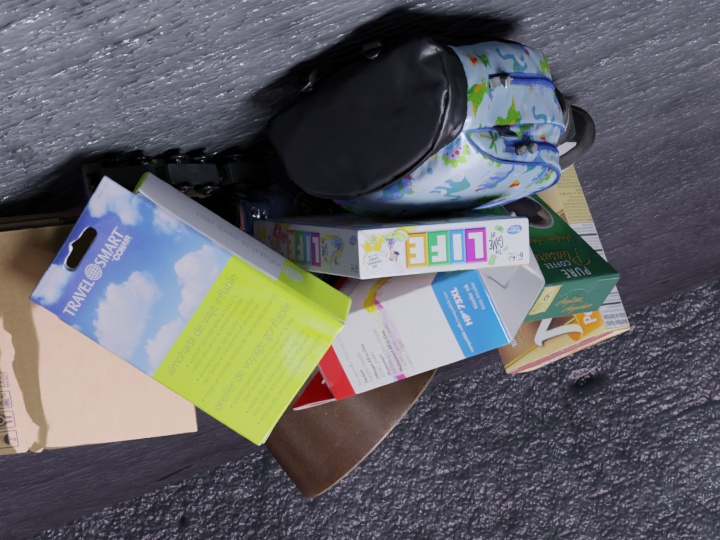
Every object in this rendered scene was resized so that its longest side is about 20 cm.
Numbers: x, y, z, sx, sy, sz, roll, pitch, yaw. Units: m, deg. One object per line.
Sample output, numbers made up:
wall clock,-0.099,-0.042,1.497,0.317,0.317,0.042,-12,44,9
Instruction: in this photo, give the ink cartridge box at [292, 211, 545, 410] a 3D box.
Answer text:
ink cartridge box,0.033,0.033,1.617,0.199,0.068,0.116,-19,-164,26

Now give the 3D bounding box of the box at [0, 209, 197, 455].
box,-0.209,0.046,1.551,0.162,0.202,0.021,-6,-147,-5

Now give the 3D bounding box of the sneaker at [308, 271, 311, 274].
sneaker,-0.119,0.036,1.642,0.198,0.078,0.112,-4,-179,31

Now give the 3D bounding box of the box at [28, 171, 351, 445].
box,-0.121,0.022,1.484,0.122,0.199,0.048,-55,-173,23

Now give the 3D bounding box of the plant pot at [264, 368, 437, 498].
plant pot,-0.059,0.078,1.959,0.187,0.200,0.187,-45,-173,7

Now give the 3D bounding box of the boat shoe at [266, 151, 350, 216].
boat shoe,-0.025,-0.064,1.654,0.066,0.075,0.199,-30,166,6

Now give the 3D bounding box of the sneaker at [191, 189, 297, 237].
sneaker,-0.106,-0.036,1.663,0.199,0.076,0.084,-10,171,-44

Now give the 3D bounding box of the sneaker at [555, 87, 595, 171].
sneaker,0.152,-0.120,1.746,0.090,0.067,0.199,-25,167,40

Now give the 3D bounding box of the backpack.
backpack,0.061,-0.105,1.485,0.162,0.155,0.200,-26,-177,34

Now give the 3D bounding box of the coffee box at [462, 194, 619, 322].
coffee box,0.110,-0.039,1.730,0.122,0.200,0.044,-8,136,-51

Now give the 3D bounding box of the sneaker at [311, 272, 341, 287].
sneaker,0.000,0.000,1.757,0.201,0.077,0.140,-57,-161,3

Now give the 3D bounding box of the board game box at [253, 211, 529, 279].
board game box,0.019,-0.022,1.520,0.133,0.035,0.200,-5,-175,-23

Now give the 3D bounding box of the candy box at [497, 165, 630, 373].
candy box,0.160,-0.018,1.922,0.115,0.202,0.055,-25,169,34

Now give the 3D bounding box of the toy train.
toy train,-0.139,-0.069,1.550,0.046,0.034,0.199,-14,175,37
